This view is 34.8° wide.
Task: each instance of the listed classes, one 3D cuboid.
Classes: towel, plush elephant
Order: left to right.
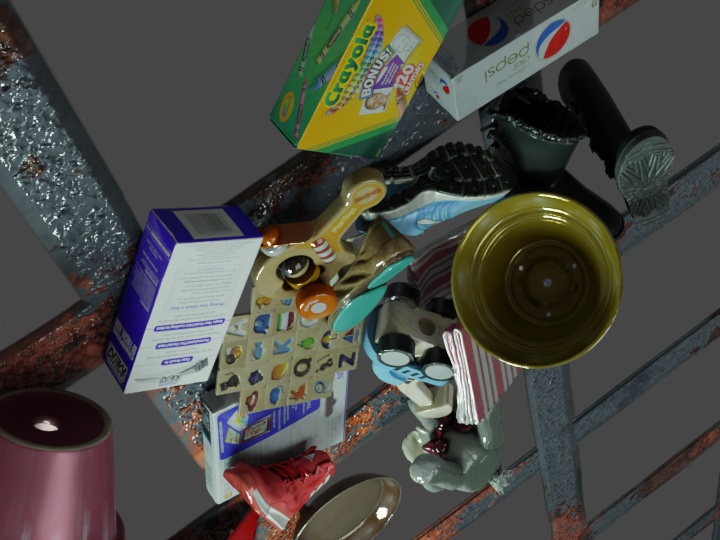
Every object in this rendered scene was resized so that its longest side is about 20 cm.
[{"bbox_3d":[0.131,0.240,1.677,0.165,0.155,0.200,-49,138,-5],"label":"plush elephant"},{"bbox_3d":[0.129,0.018,1.526,0.146,0.030,0.201,-30,144,-18],"label":"towel"},{"bbox_3d":[0.168,0.081,1.444,0.200,0.030,0.148,-44,132,-42],"label":"towel"}]

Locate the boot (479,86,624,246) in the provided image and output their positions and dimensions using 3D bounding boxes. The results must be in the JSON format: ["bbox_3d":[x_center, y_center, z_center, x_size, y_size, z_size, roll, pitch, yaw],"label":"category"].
[{"bbox_3d":[0.229,-0.120,1.335,0.074,0.197,0.163,-54,165,-28],"label":"boot"}]

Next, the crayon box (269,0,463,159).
[{"bbox_3d":[0.006,-0.212,1.132,0.118,0.058,0.201,1,127,-45],"label":"crayon box"}]

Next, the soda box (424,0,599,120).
[{"bbox_3d":[0.163,-0.249,1.240,0.199,0.064,0.068,-32,145,-12],"label":"soda box"}]

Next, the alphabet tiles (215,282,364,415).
[{"bbox_3d":[-0.080,0.088,1.370,0.198,0.006,0.168,-8,117,-34],"label":"alphabet tiles"}]

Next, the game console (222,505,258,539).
[{"bbox_3d":[-0.236,0.420,1.617,0.170,0.119,0.201,6,131,-8],"label":"game console"}]

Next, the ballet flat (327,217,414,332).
[{"bbox_3d":[0.000,0.000,1.317,0.067,0.073,0.200,-21,163,-28],"label":"ballet flat"}]

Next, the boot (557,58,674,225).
[{"bbox_3d":[0.290,-0.173,1.324,0.065,0.201,0.165,-19,148,2],"label":"boot"}]

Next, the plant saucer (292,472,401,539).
[{"bbox_3d":[-0.027,0.378,1.762,0.199,0.035,0.201,-26,142,-22],"label":"plant saucer"}]

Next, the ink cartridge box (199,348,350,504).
[{"bbox_3d":[-0.108,0.191,1.470,0.199,0.043,0.199,-23,141,-24],"label":"ink cartridge box"}]

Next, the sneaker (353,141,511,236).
[{"bbox_3d":[0.078,-0.087,1.327,0.198,0.079,0.090,-11,152,-12],"label":"sneaker"}]

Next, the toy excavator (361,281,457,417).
[{"bbox_3d":[0.071,0.120,1.513,0.193,0.101,0.200,20,147,-20],"label":"toy excavator"}]

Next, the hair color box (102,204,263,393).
[{"bbox_3d":[-0.188,0.030,1.202,0.109,0.065,0.201,-5,130,-42],"label":"hair color box"}]

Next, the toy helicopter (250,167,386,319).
[{"bbox_3d":[-0.049,-0.041,1.228,0.131,0.079,0.200,17,129,-37],"label":"toy helicopter"}]

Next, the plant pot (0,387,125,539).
[{"bbox_3d":[-0.332,0.230,1.184,0.199,0.199,0.181,-2,115,-42],"label":"plant pot"}]

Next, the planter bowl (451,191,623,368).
[{"bbox_3d":[0.212,0.012,1.342,0.201,0.200,0.083,-49,163,12],"label":"planter bowl"}]

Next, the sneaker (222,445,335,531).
[{"bbox_3d":[-0.100,0.255,1.464,0.115,0.078,0.200,-44,160,-10],"label":"sneaker"}]
